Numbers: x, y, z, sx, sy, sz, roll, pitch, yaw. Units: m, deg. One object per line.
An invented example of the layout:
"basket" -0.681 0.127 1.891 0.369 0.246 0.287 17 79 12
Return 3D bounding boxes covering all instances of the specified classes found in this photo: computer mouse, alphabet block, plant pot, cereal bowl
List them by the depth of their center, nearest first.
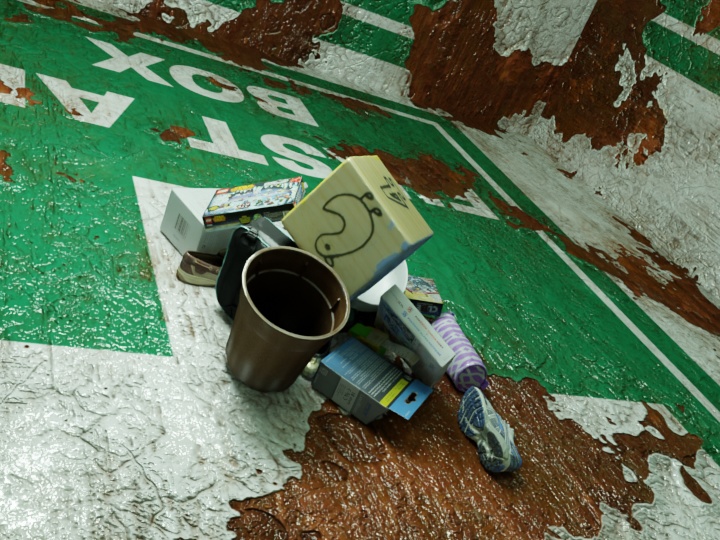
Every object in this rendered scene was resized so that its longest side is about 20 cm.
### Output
"plant pot" -0.146 0.099 1.382 0.196 0.200 0.203 18 42 -17
"alphabet block" -0.001 -0.082 1.499 0.201 0.194 0.196 52 17 4
"cereal bowl" 0.000 0.000 1.670 0.196 0.083 0.204 15 58 -25
"computer mouse" 0.048 0.113 1.748 0.195 0.054 0.139 2 27 -24

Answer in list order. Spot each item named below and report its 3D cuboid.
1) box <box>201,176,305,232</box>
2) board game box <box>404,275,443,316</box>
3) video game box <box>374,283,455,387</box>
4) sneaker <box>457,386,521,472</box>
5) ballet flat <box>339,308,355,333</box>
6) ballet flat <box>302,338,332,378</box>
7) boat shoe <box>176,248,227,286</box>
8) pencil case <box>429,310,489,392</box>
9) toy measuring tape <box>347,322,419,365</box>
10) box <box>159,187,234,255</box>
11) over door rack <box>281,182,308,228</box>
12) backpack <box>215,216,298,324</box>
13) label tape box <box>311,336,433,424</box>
"box" -0.220 -0.140 1.623 0.195 0.041 0.138 -8 28 8
"board game box" 0.084 0.048 1.800 0.195 0.035 0.136 9 23 -9
"video game box" 0.104 0.138 1.561 0.047 0.201 0.183 -39 77 -16
"sneaker" 0.257 0.318 1.535 0.084 0.077 0.202 21 31 -31
"ballet flat" -0.106 0.078 1.651 0.196 0.074 0.073 25 25 -1
"ballet flat" -0.083 0.124 1.543 0.065 0.057 0.203 19 49 -4
"boat shoe" -0.286 -0.008 1.640 0.196 0.073 0.073 9 29 -31
"pencil case" 0.213 0.182 1.733 0.085 0.084 0.201 36 18 -34
"toy measuring tape" 0.047 0.166 1.588 0.073 0.075 0.198 -4 20 -46
"box" -0.320 -0.099 1.741 0.197 0.108 0.152 -4 38 -46
"over door rack" -0.147 -0.108 1.747 0.199 0.066 0.150 -33 97 -48
"backpack" -0.188 0.017 1.535 0.174 0.202 0.153 35 24 13
"label tape box" 0.023 0.225 1.490 0.198 0.064 0.144 32 26 15
